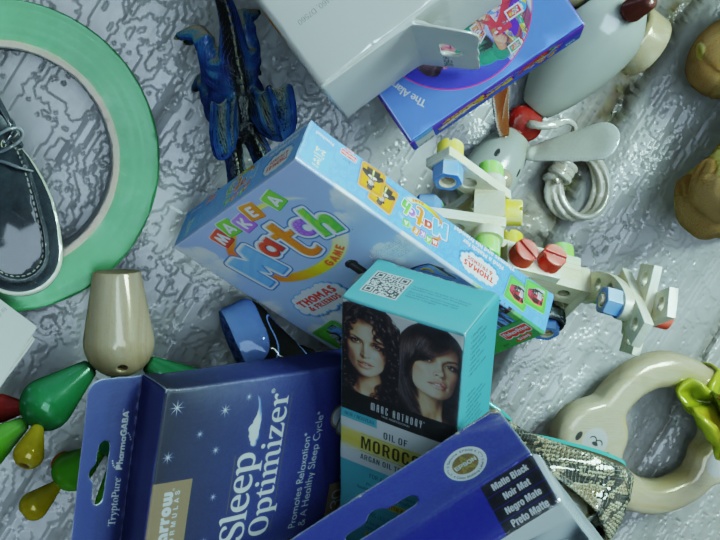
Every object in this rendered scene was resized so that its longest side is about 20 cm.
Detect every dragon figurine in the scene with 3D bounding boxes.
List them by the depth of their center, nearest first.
[{"bbox_3d":[-0.076,-0.110,0.792,0.059,0.200,0.100,-17,63,-13],"label":"dragon figurine"}]

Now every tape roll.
[{"bbox_3d":[-0.233,-0.074,0.806,0.200,0.048,0.201,-2,98,-13],"label":"tape roll"}]

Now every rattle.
[{"bbox_3d":[0.205,0.140,0.895,0.200,0.143,0.130,-6,117,-18],"label":"rattle"}]

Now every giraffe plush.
[{"bbox_3d":[0.299,-0.130,0.882,0.200,0.173,0.162,-21,80,1],"label":"giraffe plush"}]

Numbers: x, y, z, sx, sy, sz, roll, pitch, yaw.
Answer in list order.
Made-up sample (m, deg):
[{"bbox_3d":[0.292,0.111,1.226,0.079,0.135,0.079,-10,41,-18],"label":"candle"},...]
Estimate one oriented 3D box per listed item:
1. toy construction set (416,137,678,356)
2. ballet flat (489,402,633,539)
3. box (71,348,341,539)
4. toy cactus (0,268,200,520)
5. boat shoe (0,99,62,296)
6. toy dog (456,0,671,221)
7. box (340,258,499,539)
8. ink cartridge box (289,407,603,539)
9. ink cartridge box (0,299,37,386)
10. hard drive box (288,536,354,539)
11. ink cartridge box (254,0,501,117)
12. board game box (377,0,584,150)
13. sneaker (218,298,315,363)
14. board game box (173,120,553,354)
[{"bbox_3d":[0.117,-0.006,0.851,0.200,0.131,0.092,26,53,-5],"label":"toy construction set"},{"bbox_3d":[0.096,0.132,0.845,0.200,0.068,0.075,26,60,-11],"label":"ballet flat"},{"bbox_3d":[-0.079,0.116,0.762,0.200,0.032,0.121,-4,110,-42],"label":"box"},{"bbox_3d":[-0.154,0.082,0.812,0.200,0.102,0.165,0,96,-6],"label":"toy cactus"},{"bbox_3d":[-0.240,-0.074,0.748,0.075,0.062,0.200,-23,104,-11],"label":"boat shoe"},{"bbox_3d":[0.148,-0.130,0.863,0.132,0.096,0.200,13,94,-14],"label":"toy dog"},{"bbox_3d":[0.033,0.097,0.774,0.082,0.049,0.200,17,126,23],"label":"box"},{"bbox_3d":[0.054,0.203,0.768,0.199,0.041,0.200,-34,127,7],"label":"ink cartridge box"},{"bbox_3d":[-0.325,0.040,0.754,0.200,0.083,0.147,39,115,-15],"label":"ink cartridge box"},{"bbox_3d":[0.016,0.250,0.866,0.200,0.077,0.156,-1,121,-13],"label":"hard drive box"},{"bbox_3d":[-0.009,-0.192,0.729,0.125,0.129,0.200,-35,85,5],"label":"ink cartridge box"},{"bbox_3d":[0.034,-0.200,0.812,0.134,0.045,0.200,-33,86,5],"label":"board game box"},{"bbox_3d":[-0.024,0.093,0.871,0.078,0.070,0.200,-33,110,-10],"label":"sneaker"},{"bbox_3d":[0.000,0.000,0.803,0.200,0.151,0.037,35,54,-21],"label":"board game box"}]
